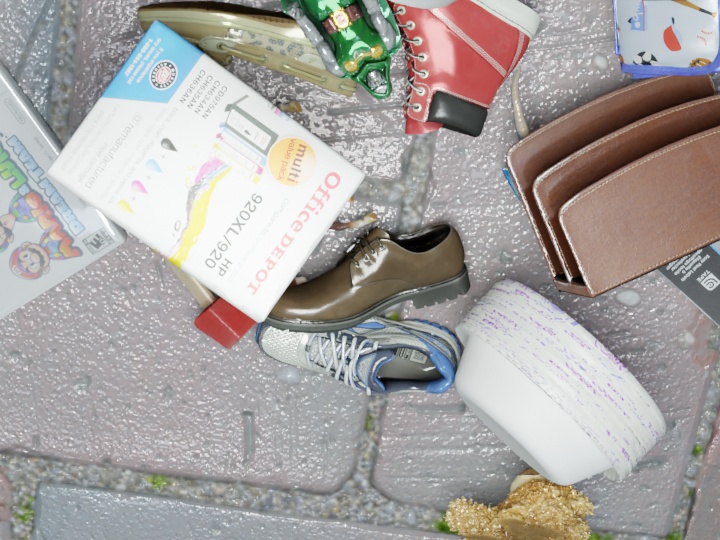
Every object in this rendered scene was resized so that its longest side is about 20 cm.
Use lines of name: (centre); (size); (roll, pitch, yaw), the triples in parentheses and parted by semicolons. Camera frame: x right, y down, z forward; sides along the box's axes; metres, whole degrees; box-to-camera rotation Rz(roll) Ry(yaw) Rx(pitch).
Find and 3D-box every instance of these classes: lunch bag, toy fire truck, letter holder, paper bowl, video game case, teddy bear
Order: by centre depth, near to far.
letter holder: (0.241, -0.083, 1.108); (0.200, 0.101, 0.142); (-24, 96, -6)
lunch bag: (0.310, -0.256, 1.112); (0.200, 0.124, 0.170); (-5, 108, 6)
paper bowl: (0.165, 0.111, 1.185); (0.201, 0.201, 0.104); (45, 84, -16)
toy fire truck: (-0.156, -0.036, 1.203); (0.200, 0.049, 0.141); (43, 139, 2)
video game case: (-0.346, -0.062, 1.217); (0.182, 0.024, 0.200); (-31, 109, 10)
teddy bear: (0.157, 0.246, 1.291); (0.145, 0.067, 0.200); (4, 150, 13)

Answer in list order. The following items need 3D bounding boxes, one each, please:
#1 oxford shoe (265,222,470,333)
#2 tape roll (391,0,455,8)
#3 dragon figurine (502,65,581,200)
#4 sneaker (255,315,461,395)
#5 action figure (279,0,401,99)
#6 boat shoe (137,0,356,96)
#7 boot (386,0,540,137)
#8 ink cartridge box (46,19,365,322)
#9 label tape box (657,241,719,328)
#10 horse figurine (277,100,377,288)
oxford shoe: (0.000, 0.000, 1.212); (0.200, 0.073, 0.085); (-18, 119, -16)
tape roll: (0.032, -0.308, 1.039); (0.202, 0.203, 0.071); (40, 134, -15)
dragon figurine: (0.170, -0.085, 1.198); (0.059, 0.099, 0.200); (-37, 99, -3)
sneaker: (0.000, 0.074, 1.245); (0.200, 0.085, 0.077); (7, 110, -4)
action figure: (-0.027, -0.229, 1.088); (0.118, 0.055, 0.200); (-29, 105, 13)
boat shoe: (-0.095, -0.194, 1.148); (0.200, 0.073, 0.063); (8, 107, -5)
boot: (0.040, -0.201, 1.136); (0.200, 0.072, 0.144); (28, 93, -14)
ink cartridge box: (-0.120, -0.077, 1.058); (0.200, 0.145, 0.147); (36, 90, -8)
label tape box: (0.374, -0.012, 1.234); (0.200, 0.066, 0.143); (40, 104, -13)
horse figurine: (-0.080, -0.072, 1.201); (0.132, 0.050, 0.200); (-24, 118, 25)
